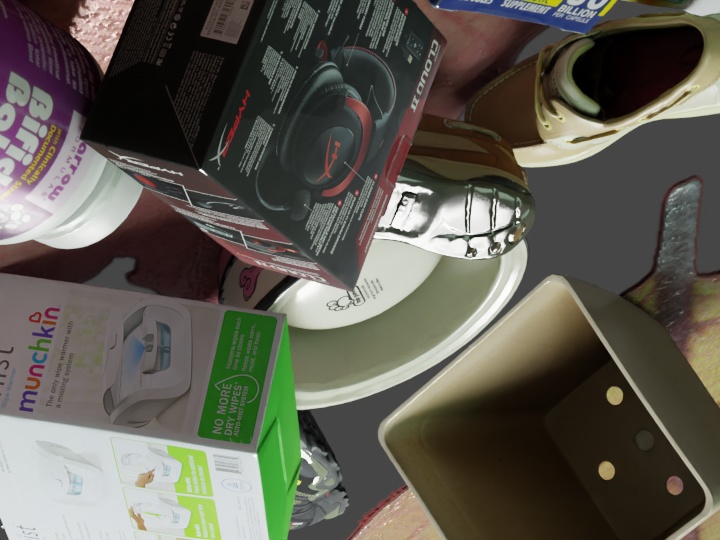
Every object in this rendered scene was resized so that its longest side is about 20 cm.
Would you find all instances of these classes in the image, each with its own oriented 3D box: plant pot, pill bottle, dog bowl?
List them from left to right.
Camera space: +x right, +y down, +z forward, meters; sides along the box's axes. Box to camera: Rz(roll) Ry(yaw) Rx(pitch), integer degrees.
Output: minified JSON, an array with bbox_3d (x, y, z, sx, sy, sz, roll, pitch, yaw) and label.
[{"bbox_3d":[-0.186,-0.077,1.064,0.112,0.113,0.200,-35,151,15],"label":"pill bottle"},{"bbox_3d":[0.000,0.000,1.397,0.199,0.074,0.200,-21,153,-11],"label":"dog bowl"},{"bbox_3d":[0.173,0.135,1.664,0.200,0.200,0.177,-43,159,28],"label":"plant pot"}]

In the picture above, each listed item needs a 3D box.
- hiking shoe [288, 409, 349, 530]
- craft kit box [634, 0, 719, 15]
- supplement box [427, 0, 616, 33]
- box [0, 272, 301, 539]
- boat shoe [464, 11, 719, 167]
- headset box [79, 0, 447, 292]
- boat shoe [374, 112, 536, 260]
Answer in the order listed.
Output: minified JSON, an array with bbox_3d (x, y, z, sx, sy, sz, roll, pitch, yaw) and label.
[{"bbox_3d":[-0.068,0.146,1.581,0.100,0.076,0.200,-28,153,-6],"label":"hiking shoe"},{"bbox_3d":[0.194,-0.224,1.205,0.197,0.049,0.200,1,141,-46],"label":"craft kit box"},{"bbox_3d":[0.103,-0.216,1.005,0.108,0.110,0.200,3,139,-43],"label":"supplement box"},{"bbox_3d":[-0.132,0.101,1.348,0.175,0.097,0.200,8,151,7],"label":"box"},{"bbox_3d":[0.133,-0.109,1.283,0.199,0.074,0.066,-17,163,37],"label":"boat shoe"},{"bbox_3d":[-0.038,-0.088,1.130,0.200,0.075,0.149,38,70,-60],"label":"headset box"},{"bbox_3d":[0.001,-0.062,1.276,0.199,0.074,0.076,14,134,-16],"label":"boat shoe"}]
